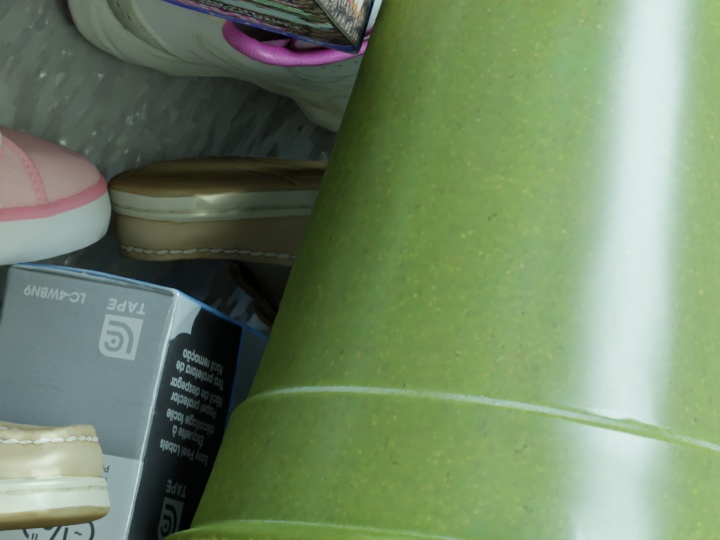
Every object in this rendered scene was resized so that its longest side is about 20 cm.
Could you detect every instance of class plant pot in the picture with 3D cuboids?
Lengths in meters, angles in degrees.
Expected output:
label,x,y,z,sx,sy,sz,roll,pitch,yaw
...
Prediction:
label,x,y,z,sx,sy,sz,roll,pitch,yaw
plant pot,0.053,0.008,0.809,0.200,0.200,0.190,16,77,-33

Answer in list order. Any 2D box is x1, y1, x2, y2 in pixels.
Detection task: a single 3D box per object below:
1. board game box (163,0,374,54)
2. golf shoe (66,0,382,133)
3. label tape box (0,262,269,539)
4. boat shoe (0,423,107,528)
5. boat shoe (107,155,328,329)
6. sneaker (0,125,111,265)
label,x,y,z,sx,sy,sz,roll,pitch,yaw
board game box,-0.069,-0.135,0.746,0.159,0.200,0.097,16,90,4
golf shoe,0.002,-0.082,0.922,0.200,0.091,0.076,7,93,-34
label tape box,-0.075,0.111,0.865,0.143,0.066,0.200,32,66,-67
boat shoe,-0.168,0.036,0.776,0.199,0.074,0.069,5,84,6
boat shoe,0.000,0.000,0.938,0.200,0.074,0.069,3,98,-39
sneaker,-0.163,-0.059,0.829,0.200,0.075,0.105,4,101,-28
